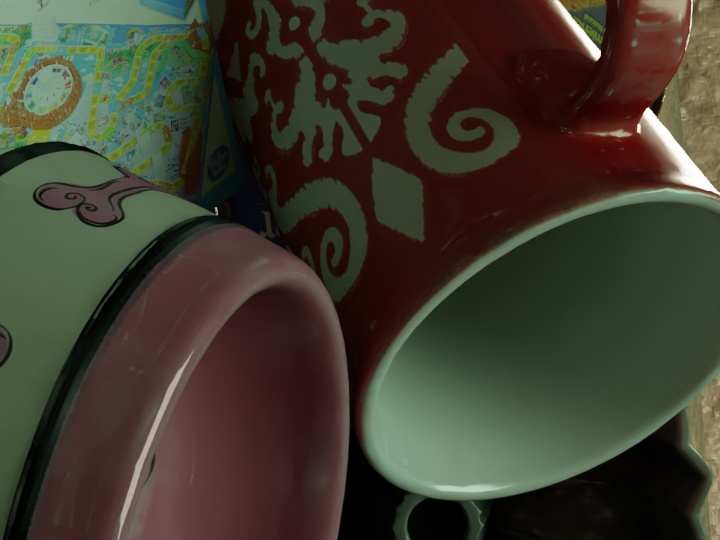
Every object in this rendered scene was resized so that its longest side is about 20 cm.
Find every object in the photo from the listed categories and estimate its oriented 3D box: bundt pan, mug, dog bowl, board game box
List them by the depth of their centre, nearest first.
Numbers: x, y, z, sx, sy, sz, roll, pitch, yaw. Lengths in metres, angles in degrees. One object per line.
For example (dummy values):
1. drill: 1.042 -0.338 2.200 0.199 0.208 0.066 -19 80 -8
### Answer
1. dog bowl: -0.064 0.071 0.536 0.200 0.074 0.200 11 90 -72
2. board game box: -0.100 -0.054 0.579 0.200 0.034 0.135 -44 127 -60
3. mug: 0.039 -0.057 0.667 0.133 0.178 0.200 23 29 -45
4. bundt pan: 0.024 0.088 0.770 0.076 0.202 0.202 -134 -145 -82

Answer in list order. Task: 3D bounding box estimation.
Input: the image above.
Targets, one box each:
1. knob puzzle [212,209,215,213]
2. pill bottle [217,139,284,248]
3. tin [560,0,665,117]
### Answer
1. knob puzzle: -0.075 -0.023 0.743 0.220 0.030 0.220 -7 90 -76
2. pill bottle: 0.000 0.000 0.851 0.112 0.112 0.200 -53 137 -70
3. tin: 0.070 -0.123 0.938 0.200 0.042 0.112 29 57 -42
